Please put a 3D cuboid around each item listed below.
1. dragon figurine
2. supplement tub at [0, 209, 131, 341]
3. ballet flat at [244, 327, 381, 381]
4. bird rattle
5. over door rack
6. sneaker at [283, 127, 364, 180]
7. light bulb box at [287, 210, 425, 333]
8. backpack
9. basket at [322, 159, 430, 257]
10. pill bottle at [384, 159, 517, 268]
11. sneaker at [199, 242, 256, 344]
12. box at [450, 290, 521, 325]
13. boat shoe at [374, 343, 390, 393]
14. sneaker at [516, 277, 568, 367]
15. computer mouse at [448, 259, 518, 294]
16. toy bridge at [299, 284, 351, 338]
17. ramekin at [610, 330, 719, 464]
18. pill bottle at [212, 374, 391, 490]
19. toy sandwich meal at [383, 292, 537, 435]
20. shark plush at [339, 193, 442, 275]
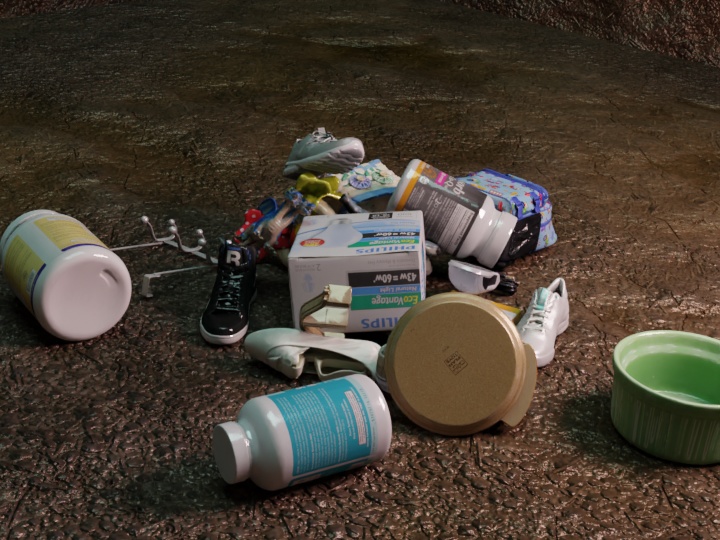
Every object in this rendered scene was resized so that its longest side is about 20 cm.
[{"bbox_3d":[-0.145,-0.073,1.801,0.100,0.059,0.200,-53,19,-26],"label":"dragon figurine"},{"bbox_3d":[-0.439,0.002,1.671,0.145,0.146,0.200,-13,29,-32],"label":"supplement tub"},{"bbox_3d":[-0.066,0.122,1.573,0.199,0.070,0.069,6,25,1],"label":"ballet flat"},{"bbox_3d":[-0.105,-0.067,1.871,0.163,0.200,0.113,53,18,14],"label":"bird rattle"},{"bbox_3d":[-0.326,-0.033,1.857,0.147,0.067,0.200,20,29,32],"label":"over door rack"},{"bbox_3d":[-0.066,-0.204,1.897,0.075,0.082,0.200,13,-13,-36],"label":"sneaker"},{"bbox_3d":[0.000,0.000,1.723,0.197,0.125,0.200,-3,19,5],"label":"light bulb box"},{"bbox_3d":[0.257,-0.102,2.016,0.182,0.135,0.200,26,30,37],"label":"backpack"},{"bbox_3d":[0.017,-0.087,1.961,0.176,0.139,0.200,-17,66,-37],"label":"basket"},{"bbox_3d":[0.148,-0.090,1.865,0.199,0.117,0.116,27,27,2],"label":"pill bottle"},{"bbox_3d":[-0.198,0.021,1.704,0.073,0.112,0.200,4,25,2],"label":"sneaker"},{"bbox_3d":[0.145,0.095,1.685,0.119,0.042,0.200,17,30,25],"label":"box"},{"bbox_3d":[0.110,0.106,1.561,0.200,0.062,0.072,-24,45,-24],"label":"boat shoe"},{"bbox_3d":[0.265,0.072,1.693,0.075,0.089,0.200,14,27,18],"label":"sneaker"},{"bbox_3d":[0.181,0.014,1.805,0.109,0.044,0.200,20,5,20],"label":"computer mouse"},{"bbox_3d":[-0.050,0.065,1.564,0.067,0.200,0.027,5,66,-1],"label":"toy bridge"},{"bbox_3d":[0.425,0.168,1.498,0.199,0.098,0.200,4,25,-2],"label":"ramekin"},{"bbox_3d":[-0.071,0.195,1.349,0.199,0.111,0.111,-10,28,-29],"label":"pill bottle"},{"bbox_3d":[0.131,0.123,1.495,0.204,0.206,0.070,6,-5,5],"label":"toy sandwich meal"},{"bbox_3d":[0.038,-0.046,1.863,0.200,0.091,0.083,28,15,-14],"label":"shark plush"}]
